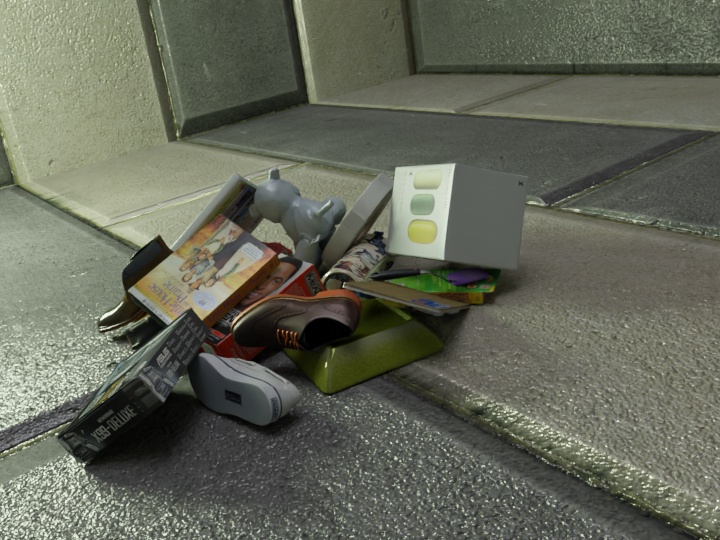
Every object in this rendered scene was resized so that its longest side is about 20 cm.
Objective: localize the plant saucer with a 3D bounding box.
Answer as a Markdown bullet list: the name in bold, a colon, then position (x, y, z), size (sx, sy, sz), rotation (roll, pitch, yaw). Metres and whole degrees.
- **plant saucer**: position (-0.005, 0.093, 1.160), size (0.195, 0.049, 0.199), rotation (-18, 23, -21)

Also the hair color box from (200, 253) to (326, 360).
- **hair color box**: position (-0.159, 0.063, 1.212), size (0.199, 0.062, 0.100), rotation (-41, 33, -25)

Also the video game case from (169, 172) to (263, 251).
- **video game case**: position (-0.260, -0.083, 1.481), size (0.022, 0.201, 0.182), rotation (43, 5, 18)

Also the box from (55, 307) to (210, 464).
- **box**: position (-0.297, 0.149, 1.045), size (0.156, 0.050, 0.201), rotation (-36, 13, 19)

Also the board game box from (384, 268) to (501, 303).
- **board game box**: position (0.133, 0.026, 1.302), size (0.195, 0.031, 0.096), rotation (-4, 22, 22)

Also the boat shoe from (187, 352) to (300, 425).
- **boat shoe**: position (-0.160, 0.156, 1.052), size (0.197, 0.076, 0.064), rotation (19, 23, 41)

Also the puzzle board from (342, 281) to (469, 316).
- **puzzle board**: position (0.073, 0.042, 1.167), size (0.147, 0.018, 0.199), rotation (15, 5, 19)

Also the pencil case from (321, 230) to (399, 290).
- **pencil case**: position (0.000, 0.000, 1.354), size (0.088, 0.079, 0.200), rotation (-19, 15, 27)

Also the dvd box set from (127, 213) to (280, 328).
- **dvd box set**: position (-0.243, 0.010, 1.214), size (0.145, 0.030, 0.200), rotation (33, 62, 30)

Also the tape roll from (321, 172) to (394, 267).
- **tape roll**: position (-0.001, -0.091, 1.457), size (0.037, 0.204, 0.203), rotation (36, 31, 3)

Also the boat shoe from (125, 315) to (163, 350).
- **boat shoe**: position (-0.284, 0.062, 1.238), size (0.198, 0.061, 0.076), rotation (-36, -3, -7)

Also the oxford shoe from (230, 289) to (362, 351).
- **oxford shoe**: position (-0.096, 0.078, 1.091), size (0.195, 0.072, 0.073), rotation (-14, 29, 13)

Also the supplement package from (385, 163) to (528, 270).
- **supplement package**: position (0.157, -0.091, 1.312), size (0.147, 0.156, 0.199), rotation (6, 2, -26)

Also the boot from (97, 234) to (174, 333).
- **boot**: position (-0.389, 0.023, 1.340), size (0.197, 0.098, 0.075), rotation (-31, 19, 5)

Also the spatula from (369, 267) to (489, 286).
- **spatula**: position (0.110, 0.008, 1.269), size (0.194, 0.021, 0.057), rotation (1, 19, -12)

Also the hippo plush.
- **hippo plush**: position (-0.131, -0.089, 1.449), size (0.158, 0.162, 0.200), rotation (26, 8, 6)

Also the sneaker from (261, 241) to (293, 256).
- **sneaker**: position (-0.165, -0.023, 1.496), size (0.085, 0.076, 0.200), rotation (-14, 21, -17)

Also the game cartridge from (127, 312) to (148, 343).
- **game cartridge**: position (-0.316, 0.043, 1.374), size (0.174, 0.033, 0.201), rotation (-31, 18, 7)
